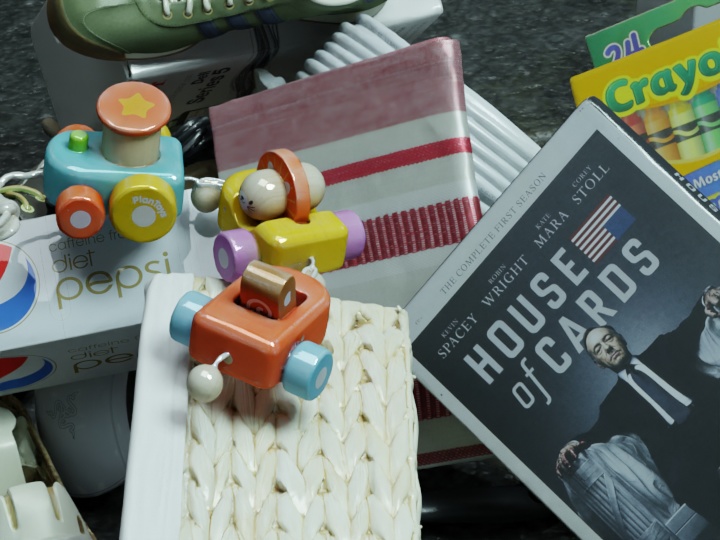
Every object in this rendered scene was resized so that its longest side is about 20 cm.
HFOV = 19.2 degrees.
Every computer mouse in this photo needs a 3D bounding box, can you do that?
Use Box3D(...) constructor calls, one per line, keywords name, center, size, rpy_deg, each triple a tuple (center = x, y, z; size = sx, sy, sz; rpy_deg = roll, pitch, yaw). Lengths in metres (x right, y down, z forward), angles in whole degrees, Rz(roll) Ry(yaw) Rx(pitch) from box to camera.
Box3D(name="computer mouse", center=(-0.128, 0.016, 1.080), size=(0.109, 0.044, 0.201), rpy_deg=(-14, 55, 29))

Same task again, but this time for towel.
Box3D(name="towel", center=(0.000, 0.000, 1.039), size=(0.143, 0.202, 0.023), rpy_deg=(-13, -9, 31))

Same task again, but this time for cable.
Box3D(name="cable", center=(0.051, -0.053, 1.148), size=(0.069, 0.200, 0.200), rpy_deg=(-52, 26, -1))

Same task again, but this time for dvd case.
Box3D(name="dvd case", center=(0.126, 0.045, 0.951), size=(0.200, 0.151, 0.025), rpy_deg=(43, 15, 9))

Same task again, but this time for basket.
Box3D(name="basket", center=(-0.041, 0.115, 0.911), size=(0.122, 0.136, 0.201), rpy_deg=(5, 40, -4))

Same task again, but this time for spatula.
Box3D(name="spatula", center=(0.000, 0.120, 1.022), size=(0.198, 0.021, 0.057), rpy_deg=(-5, 38, -8))

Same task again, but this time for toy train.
Box3D(name="toy train", center=(-0.078, -0.022, 0.919), size=(0.199, 0.056, 0.150), rpy_deg=(25, 34, 23))

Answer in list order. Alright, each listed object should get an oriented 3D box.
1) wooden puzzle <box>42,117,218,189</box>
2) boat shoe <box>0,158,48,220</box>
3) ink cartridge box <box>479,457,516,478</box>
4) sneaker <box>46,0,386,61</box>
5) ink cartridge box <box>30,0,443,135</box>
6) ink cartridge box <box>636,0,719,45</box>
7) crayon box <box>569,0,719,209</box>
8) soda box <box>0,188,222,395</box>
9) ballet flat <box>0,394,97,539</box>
Box3D(name="wooden puzzle", center=(-0.069, -0.062, 1.299), size=(0.199, 0.047, 0.185), rpy_deg=(-16, 35, -28))
Box3D(name="boat shoe", center=(-0.188, -0.008, 1.159), size=(0.071, 0.061, 0.202), rpy_deg=(-3, 41, 26))
Box3D(name="ink cartridge box", center=(0.140, 0.053, 1.029), size=(0.199, 0.117, 0.067), rpy_deg=(16, 31, 25))
Box3D(name="sneaker", center=(-0.060, -0.160, 1.117), size=(0.199, 0.068, 0.090), rpy_deg=(-10, -8, -23))
Box3D(name="ink cartridge box", center=(-0.075, -0.143, 1.238), size=(0.199, 0.085, 0.145), rpy_deg=(-15, -9, -24))
Box3D(name="ink cartridge box", center=(0.276, -0.142, 1.307), size=(0.198, 0.147, 0.086), rpy_deg=(-11, 35, -13))
Box3D(name="crayon box", center=(0.186, -0.053, 1.086), size=(0.125, 0.202, 0.051), rpy_deg=(-21, -14, 24))
Box3D(name="soda box", center=(-0.141, 0.014, 1.010), size=(0.198, 0.068, 0.064), rpy_deg=(-11, 70, -6))
Box3D(name="ballet flat", center=(-0.163, 0.115, 0.996), size=(0.070, 0.066, 0.200), rpy_deg=(-16, 35, -24))
